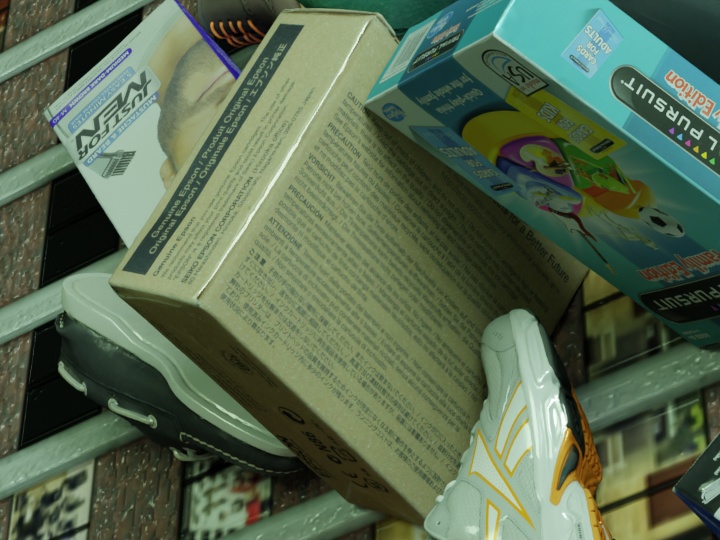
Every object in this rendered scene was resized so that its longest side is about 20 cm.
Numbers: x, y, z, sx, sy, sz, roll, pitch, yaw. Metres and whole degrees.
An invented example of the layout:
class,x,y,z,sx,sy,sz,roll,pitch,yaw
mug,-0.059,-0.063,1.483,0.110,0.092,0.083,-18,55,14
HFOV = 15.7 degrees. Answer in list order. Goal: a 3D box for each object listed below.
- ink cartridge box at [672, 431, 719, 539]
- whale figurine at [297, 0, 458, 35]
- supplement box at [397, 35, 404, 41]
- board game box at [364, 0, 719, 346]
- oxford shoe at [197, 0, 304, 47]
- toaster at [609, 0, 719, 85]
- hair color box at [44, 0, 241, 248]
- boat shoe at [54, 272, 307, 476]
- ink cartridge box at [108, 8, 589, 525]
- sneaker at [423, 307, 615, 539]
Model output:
class,x,y,z,sx,sy,sz,roll,pitch,yaw
ink cartridge box,0.233,0.046,1.114,0.200,0.044,0.094,-50,39,-6
whale figurine,0.036,-0.165,1.212,0.200,0.159,0.104,-2,90,52
supplement box,0.061,-0.166,1.368,0.073,0.126,0.201,7,68,16
board game box,0.116,-0.046,1.145,0.047,0.200,0.151,-58,13,-17
oxford shoe,-0.052,-0.153,1.556,0.073,0.071,0.200,-45,27,5
toaster,0.157,-0.163,1.257,0.181,0.118,0.201,127,164,-56
hair color box,-0.102,-0.068,1.524,0.109,0.065,0.200,-42,39,3
boat shoe,-0.094,0.066,1.391,0.200,0.074,0.061,29,118,36
ink cartridge box,0.000,0.000,1.248,0.075,0.200,0.165,10,62,48
sneaker,0.062,0.100,1.187,0.092,0.076,0.200,-19,42,10
